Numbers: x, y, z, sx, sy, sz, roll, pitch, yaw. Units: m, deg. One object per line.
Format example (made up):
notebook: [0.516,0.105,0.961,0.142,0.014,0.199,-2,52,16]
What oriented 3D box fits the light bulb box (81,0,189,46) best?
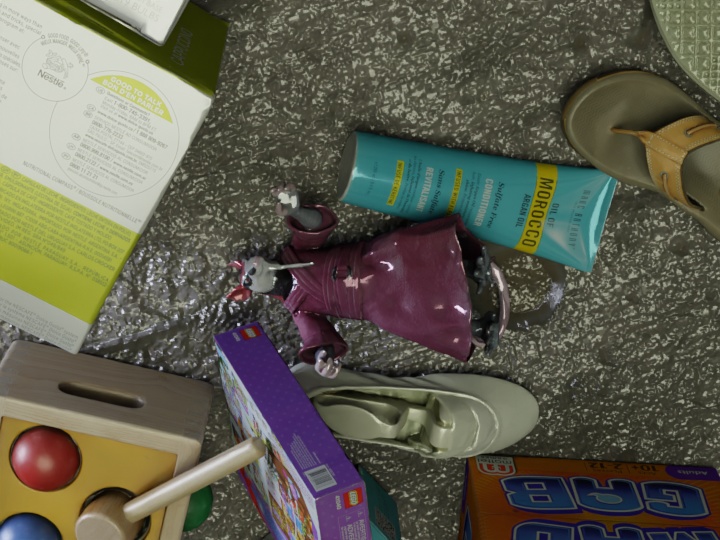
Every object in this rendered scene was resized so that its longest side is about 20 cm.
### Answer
light bulb box: [-0.173,-0.256,1.061,0.197,0.200,0.125,27,107,-11]

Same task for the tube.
tube: [0.084,-0.054,1.231,0.199,0.050,0.078,11,111,-13]

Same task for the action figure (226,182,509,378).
action figure: [0.000,0.000,1.230,0.199,0.149,0.135,4,99,17]

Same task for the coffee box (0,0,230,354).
coffee box: [-0.217,-0.103,1.116,0.199,0.200,0.198,28,107,-11]

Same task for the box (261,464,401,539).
box: [-0.060,0.240,1.312,0.200,0.082,0.049,-38,108,12]

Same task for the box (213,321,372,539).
box: [-0.045,0.146,1.201,0.039,0.200,0.138,-18,127,-16]

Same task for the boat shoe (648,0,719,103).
boat shoe: [0.271,-0.146,1.194,0.075,0.062,0.200,-41,91,17]

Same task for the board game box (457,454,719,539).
board game box: [0.174,0.273,1.270,0.198,0.200,0.201,4,110,-3]

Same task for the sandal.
sandal: [0.234,-0.074,1.216,0.199,0.054,0.081,34,96,-14]

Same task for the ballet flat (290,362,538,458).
ballet flat: [0.037,0.111,1.276,0.198,0.070,0.070,8,110,-5]

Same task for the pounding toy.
pounding toy: [-0.179,0.155,1.239,0.199,0.142,0.185,13,110,-4]
